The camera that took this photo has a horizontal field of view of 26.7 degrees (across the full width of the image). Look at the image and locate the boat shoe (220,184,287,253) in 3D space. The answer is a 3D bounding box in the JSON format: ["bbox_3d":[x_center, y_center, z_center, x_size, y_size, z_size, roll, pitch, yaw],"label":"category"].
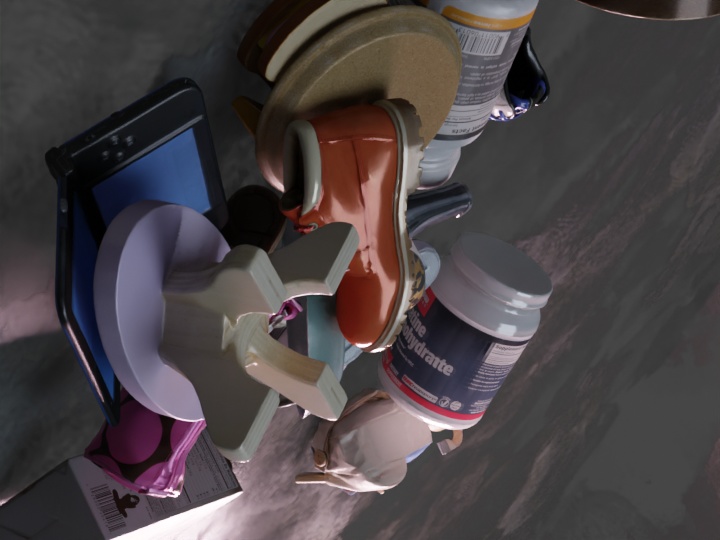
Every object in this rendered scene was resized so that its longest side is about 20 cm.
[{"bbox_3d":[-0.126,0.021,1.276,0.200,0.072,0.076,-49,173,-3],"label":"boat shoe"}]

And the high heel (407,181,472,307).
[{"bbox_3d":[0.000,0.000,1.326,0.143,0.071,0.200,-18,154,-42],"label":"high heel"}]

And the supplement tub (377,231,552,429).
[{"bbox_3d":[0.120,0.071,1.756,0.140,0.140,0.200,-15,139,-57],"label":"supplement tub"}]

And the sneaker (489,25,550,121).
[{"bbox_3d":[0.102,-0.157,1.375,0.081,0.115,0.199,-27,148,-46],"label":"sneaker"}]

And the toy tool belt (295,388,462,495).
[{"bbox_3d":[0.018,0.207,1.844,0.200,0.125,0.123,-23,177,-46],"label":"toy tool belt"}]

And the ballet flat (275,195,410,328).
[{"bbox_3d":[-0.026,-0.024,1.408,0.200,0.067,0.062,-45,149,-16],"label":"ballet flat"}]

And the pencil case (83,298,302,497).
[{"bbox_3d":[-0.128,0.085,1.182,0.200,0.094,0.091,-58,144,-3],"label":"pencil case"}]

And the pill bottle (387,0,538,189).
[{"bbox_3d":[0.065,-0.174,1.272,0.116,0.116,0.200,-30,151,-44],"label":"pill bottle"}]

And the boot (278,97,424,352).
[{"bbox_3d":[-0.016,-0.028,1.147,0.107,0.075,0.200,-10,112,-30],"label":"boot"}]

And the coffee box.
[{"bbox_3d":[-0.212,0.205,1.332,0.114,0.080,0.200,-34,168,27],"label":"coffee box"}]

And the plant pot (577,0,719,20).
[{"bbox_3d":[0.266,-0.352,1.343,0.187,0.187,0.200,-32,137,-41],"label":"plant pot"}]

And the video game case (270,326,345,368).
[{"bbox_3d":[-0.037,0.056,1.575,0.182,0.022,0.200,-57,158,15],"label":"video game case"}]

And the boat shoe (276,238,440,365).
[{"bbox_3d":[-0.014,0.034,1.463,0.200,0.067,0.074,-33,128,-24],"label":"boat shoe"}]

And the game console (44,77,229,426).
[{"bbox_3d":[-0.151,-0.010,1.085,0.171,0.118,0.200,-33,156,-14],"label":"game console"}]

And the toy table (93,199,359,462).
[{"bbox_3d":[-0.086,0.037,1.035,0.200,0.117,0.184,48,58,-57],"label":"toy table"}]

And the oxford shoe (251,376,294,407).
[{"bbox_3d":[-0.117,0.112,1.431,0.200,0.058,0.075,-12,138,-42],"label":"oxford shoe"}]

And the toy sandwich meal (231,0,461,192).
[{"bbox_3d":[-0.013,-0.142,1.172,0.205,0.070,0.205,-25,146,-19],"label":"toy sandwich meal"}]

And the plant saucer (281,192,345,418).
[{"bbox_3d":[-0.039,0.023,1.272,0.036,0.200,0.200,-4,145,-8],"label":"plant saucer"}]
